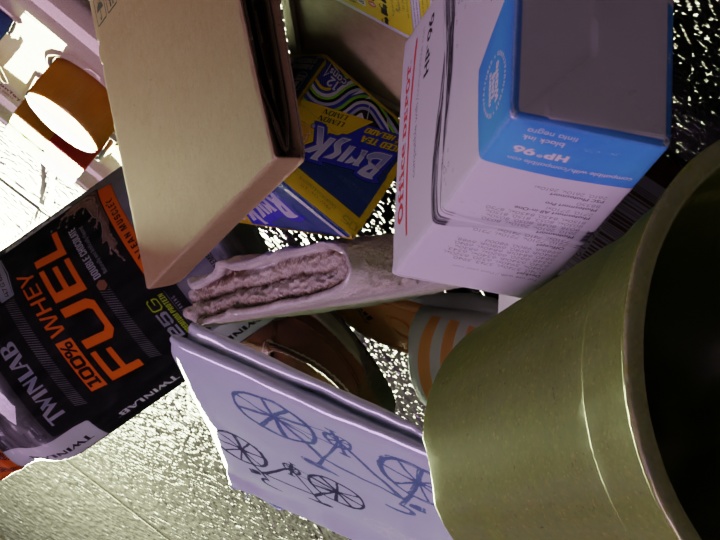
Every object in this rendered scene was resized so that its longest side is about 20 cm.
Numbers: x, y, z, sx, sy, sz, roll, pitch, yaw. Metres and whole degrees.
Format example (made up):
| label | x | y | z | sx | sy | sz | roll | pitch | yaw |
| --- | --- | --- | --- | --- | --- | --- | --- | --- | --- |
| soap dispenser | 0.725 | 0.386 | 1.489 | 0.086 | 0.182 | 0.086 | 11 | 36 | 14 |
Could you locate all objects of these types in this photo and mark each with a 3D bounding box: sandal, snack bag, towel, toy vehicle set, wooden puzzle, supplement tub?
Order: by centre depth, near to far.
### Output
| label | x | y | z | sx | sy | sz | roll | pitch | yaw |
| --- | --- | --- | --- | --- | --- | --- | --- | --- | --- |
| toy vehicle set | 0.016 | -0.133 | 1.195 | 0.124 | 0.027 | 0.200 | 30 | 157 | 19 |
| towel | 0.000 | 0.000 | 1.374 | 0.200 | 0.132 | 0.035 | -12 | 86 | 59 |
| snack bag | -0.005 | 0.110 | 1.453 | 0.188 | 0.021 | 0.200 | 22 | 157 | 19 |
| sandal | 0.046 | 0.052 | 1.478 | 0.206 | 0.059 | 0.079 | 13 | 148 | 47 |
| supplement tub | -0.151 | 0.025 | 1.509 | 0.123 | 0.200 | 0.123 | 54 | -175 | -8 |
| wooden puzzle | -0.201 | -0.119 | 1.540 | 0.185 | 0.046 | 0.200 | 40 | 158 | -5 |

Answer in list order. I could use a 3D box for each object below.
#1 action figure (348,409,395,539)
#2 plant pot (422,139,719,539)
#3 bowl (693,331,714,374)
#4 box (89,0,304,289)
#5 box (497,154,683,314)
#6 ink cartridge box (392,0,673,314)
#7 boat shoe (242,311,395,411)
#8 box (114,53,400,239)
| label | x | y | z | sx | sy | sz | roll | pitch | yaw |
| --- | --- | --- | --- | --- | --- | --- | --- | --- | --- |
| action figure | 0.063 | 0.166 | 1.587 | 0.200 | 0.119 | 0.102 | 49 | 162 | -4 |
| plant pot | 0.124 | 0.059 | 1.052 | 0.200 | 0.200 | 0.190 | 45 | 149 | -18 |
| bowl | 0.225 | 0.051 | 1.114 | 0.200 | 0.039 | 0.201 | 20 | 130 | 26 |
| box | -0.081 | -0.096 | 1.263 | 0.200 | 0.021 | 0.164 | 141 | 120 | -62 |
| box | 0.111 | 0.026 | 1.270 | 0.075 | 0.100 | 0.200 | 34 | 157 | 10 |
| ink cartridge box | 0.062 | -0.065 | 1.092 | 0.068 | 0.116 | 0.200 | 10 | 155 | -12 |
| boat shoe | -0.058 | 0.049 | 1.576 | 0.200 | 0.074 | 0.076 | 30 | 157 | 47 |
| box | -0.050 | -0.065 | 1.342 | 0.070 | 0.064 | 0.200 | 39 | 168 | -22 |
